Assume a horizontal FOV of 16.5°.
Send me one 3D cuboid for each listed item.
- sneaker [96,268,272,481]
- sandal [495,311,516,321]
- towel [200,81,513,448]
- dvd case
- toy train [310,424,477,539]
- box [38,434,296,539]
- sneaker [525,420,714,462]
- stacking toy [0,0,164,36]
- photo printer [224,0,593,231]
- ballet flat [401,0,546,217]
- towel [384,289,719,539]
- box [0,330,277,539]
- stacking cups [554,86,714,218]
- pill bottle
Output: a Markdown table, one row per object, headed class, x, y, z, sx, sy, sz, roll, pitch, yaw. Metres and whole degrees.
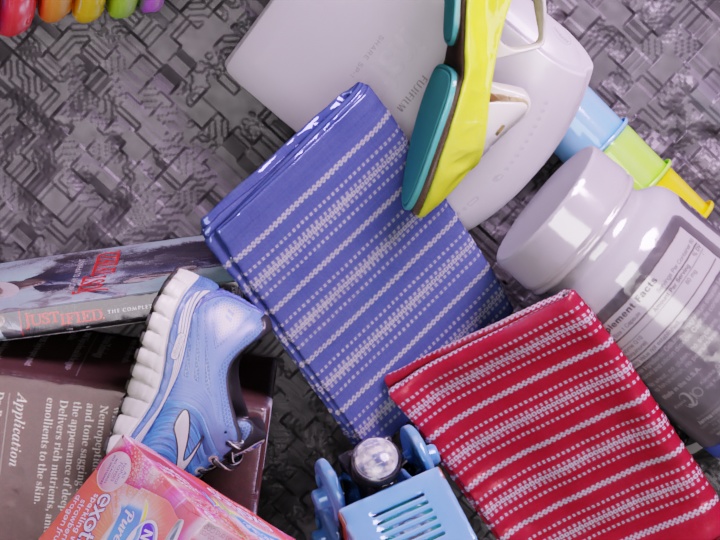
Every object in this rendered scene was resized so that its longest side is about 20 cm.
| class | x | y | z | sx | sy | sz | roll | pitch | yaw |
| --- | --- | --- | --- | --- | --- | --- | --- | --- | --- |
| sneaker | -0.105 | 0.105 | 1.468 | 0.089 | 0.079 | 0.200 | 18 | 97 | -1 |
| sandal | 0.062 | 0.047 | 1.631 | 0.201 | 0.057 | 0.080 | 25 | 100 | -21 |
| towel | 0.000 | 0.000 | 1.534 | 0.145 | 0.024 | 0.200 | -44 | 121 | -17 |
| dvd case | -0.160 | 0.010 | 1.583 | 0.200 | 0.146 | 0.022 | -9 | 103 | 2 |
| toy train | 0.023 | 0.182 | 1.551 | 0.087 | 0.200 | 0.114 | -21 | 58 | -11 |
| box | -0.086 | 0.191 | 1.429 | 0.103 | 0.095 | 0.200 | -50 | 137 | 0 |
| sneaker | 0.178 | 0.106 | 1.618 | 0.200 | 0.084 | 0.077 | -2 | 113 | -21 |
| stacking toy | -0.154 | -0.199 | 1.579 | 0.200 | 0.110 | 0.116 | 4 | 97 | -12 |
| photo printer | 0.035 | -0.126 | 1.568 | 0.200 | 0.069 | 0.166 | 41 | 118 | 1 |
| ballet flat | 0.074 | -0.125 | 1.486 | 0.067 | 0.067 | 0.200 | 7 | 103 | -11 |
| towel | 0.124 | 0.116 | 1.546 | 0.145 | 0.022 | 0.200 | -27 | 113 | 23 |
| box | -0.164 | 0.135 | 1.595 | 0.200 | 0.164 | 0.166 | 9 | 99 | -2 |
| stacking cups | 0.139 | -0.092 | 1.617 | 0.200 | 0.061 | 0.061 | 44 | 97 | -3 |
| pill bottle | 0.190 | 0.020 | 1.549 | 0.200 | 0.114 | 0.114 | 39 | 97 | -7 |
